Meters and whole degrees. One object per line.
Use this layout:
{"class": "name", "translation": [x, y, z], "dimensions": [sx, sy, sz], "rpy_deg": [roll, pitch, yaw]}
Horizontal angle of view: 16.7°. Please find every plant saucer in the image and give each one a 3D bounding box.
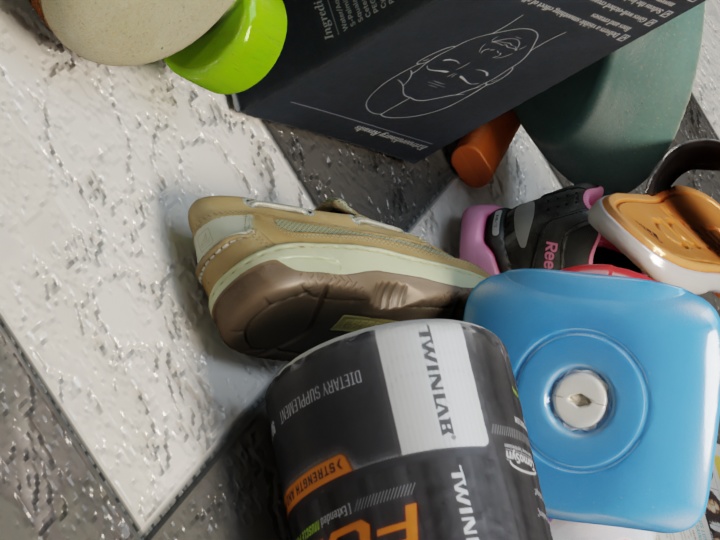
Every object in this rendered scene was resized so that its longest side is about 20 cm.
{"class": "plant saucer", "translation": [0.114, -0.138, 1.248], "dimensions": [0.036, 0.200, 0.201], "rpy_deg": [0, 62, -21]}

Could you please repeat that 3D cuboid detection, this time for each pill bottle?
{"class": "pill bottle", "translation": [0.030, 0.129, 0.984], "dimensions": [0.106, 0.106, 0.201], "rpy_deg": [20, 50, -51]}

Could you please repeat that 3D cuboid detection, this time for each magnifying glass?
{"class": "magnifying glass", "translation": [0.085, -0.100, 1.350], "dimensions": [0.080, 0.022, 0.200], "rpy_deg": [55, 28, -15]}

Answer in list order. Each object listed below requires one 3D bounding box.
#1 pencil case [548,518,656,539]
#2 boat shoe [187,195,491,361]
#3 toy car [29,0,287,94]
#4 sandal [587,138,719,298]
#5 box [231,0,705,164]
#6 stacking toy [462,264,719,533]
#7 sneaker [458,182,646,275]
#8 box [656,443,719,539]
{"class": "pencil case", "translation": [0.105, 0.201, 1.072], "dimensions": [0.090, 0.083, 0.201], "rpy_deg": [23, 47, -41]}
{"class": "boat shoe", "translation": [0.000, 0.000, 1.088], "dimensions": [0.200, 0.072, 0.076], "rpy_deg": [18, 36, -54]}
{"class": "toy car", "translation": [-0.112, -0.196, 1.036], "dimensions": [0.200, 0.158, 0.164], "rpy_deg": [47, 13, 34]}
{"class": "sandal", "translation": [0.170, -0.027, 1.174], "dimensions": [0.079, 0.059, 0.207], "rpy_deg": [43, 15, 13]}
{"class": "box", "translation": [0.047, -0.148, 1.139], "dimensions": [0.148, 0.199, 0.108], "rpy_deg": [12, 56, -55]}
{"class": "stacking toy", "translation": [0.123, 0.048, 1.130], "dimensions": [0.200, 0.115, 0.111], "rpy_deg": [-12, 107, -72]}
{"class": "sneaker", "translation": [0.137, 0.025, 1.256], "dimensions": [0.200, 0.095, 0.079], "rpy_deg": [43, 33, -35]}
{"class": "box", "translation": [0.164, 0.130, 1.258], "dimensions": [0.200, 0.049, 0.083], "rpy_deg": [22, 49, -50]}
